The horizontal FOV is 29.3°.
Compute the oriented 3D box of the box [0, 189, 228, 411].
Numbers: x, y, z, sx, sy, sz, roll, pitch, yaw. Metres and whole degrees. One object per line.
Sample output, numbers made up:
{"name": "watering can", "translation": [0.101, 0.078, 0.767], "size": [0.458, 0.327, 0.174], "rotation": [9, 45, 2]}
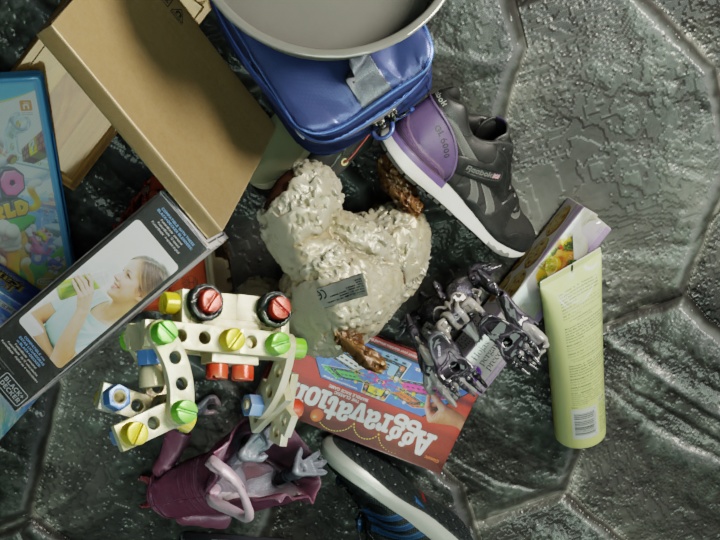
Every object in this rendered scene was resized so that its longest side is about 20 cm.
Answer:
{"name": "box", "translation": [-0.205, 0.018, 1.100], "size": [0.200, 0.117, 0.060], "rotation": [-39, 93, 6]}

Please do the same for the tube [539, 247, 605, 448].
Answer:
{"name": "tube", "translation": [0.203, 0.076, 1.298], "size": [0.052, 0.058, 0.200], "rotation": [0, 125, 13]}

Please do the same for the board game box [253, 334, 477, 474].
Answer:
{"name": "board game box", "translation": [0.009, 0.113, 1.303], "size": [0.200, 0.019, 0.103], "rotation": [23, 98, -18]}

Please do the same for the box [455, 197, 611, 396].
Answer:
{"name": "box", "translation": [0.153, 0.024, 1.283], "size": [0.039, 0.041, 0.200], "rotation": [36, 96, -20]}

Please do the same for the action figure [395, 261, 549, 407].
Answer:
{"name": "action figure", "translation": [0.095, 0.060, 1.202], "size": [0.119, 0.200, 0.102], "rotation": [-30, 102, 4]}

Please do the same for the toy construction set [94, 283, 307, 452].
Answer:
{"name": "toy construction set", "translation": [-0.112, 0.081, 1.090], "size": [0.200, 0.092, 0.132], "rotation": [12, 74, -47]}

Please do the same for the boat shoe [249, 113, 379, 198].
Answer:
{"name": "boat shoe", "translation": [-0.016, -0.136, 1.190], "size": [0.201, 0.074, 0.063], "rotation": [-46, 143, -1]}

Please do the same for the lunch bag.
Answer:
{"name": "lunch bag", "translation": [-0.029, -0.187, 1.088], "size": [0.136, 0.132, 0.200], "rotation": [-34, 84, 0]}

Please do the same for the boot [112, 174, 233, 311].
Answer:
{"name": "boot", "translation": [-0.172, -0.051, 1.187], "size": [0.107, 0.075, 0.201], "rotation": [-7, 113, -3]}

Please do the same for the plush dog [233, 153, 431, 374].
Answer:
{"name": "plush dog", "translation": [0.000, 0.000, 1.183], "size": [0.160, 0.172, 0.200], "rotation": [35, 132, 17]}

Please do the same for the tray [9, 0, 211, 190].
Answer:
{"name": "tray", "translation": [-0.221, -0.175, 1.149], "size": [0.099, 0.037, 0.200], "rotation": [35, 102, -20]}

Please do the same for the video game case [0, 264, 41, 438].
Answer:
{"name": "video game case", "translation": [-0.369, 0.062, 1.189], "size": [0.200, 0.045, 0.181], "rotation": [36, 112, -21]}

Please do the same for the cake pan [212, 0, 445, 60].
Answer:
{"name": "cake pan", "translation": [-0.025, -0.240, 1.014], "size": [0.200, 0.037, 0.201], "rotation": [1, 72, -3]}

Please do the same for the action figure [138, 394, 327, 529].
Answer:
{"name": "action figure", "translation": [-0.134, 0.200, 1.247], "size": [0.200, 0.149, 0.134], "rotation": [-20, 107, 32]}

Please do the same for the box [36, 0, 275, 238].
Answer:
{"name": "box", "translation": [-0.151, -0.144, 1.071], "size": [0.021, 0.164, 0.200], "rotation": [-25, 116, 29]}

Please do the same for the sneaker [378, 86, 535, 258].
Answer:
{"name": "sneaker", "translation": [0.110, -0.083, 1.198], "size": [0.088, 0.076, 0.200], "rotation": [-40, 133, 16]}

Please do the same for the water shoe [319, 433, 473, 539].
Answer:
{"name": "water shoe", "translation": [0.023, 0.239, 1.333], "size": [0.200, 0.072, 0.079], "rotation": [41, 104, -20]}

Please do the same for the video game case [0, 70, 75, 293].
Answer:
{"name": "video game case", "translation": [-0.322, -0.068, 1.154], "size": [0.143, 0.018, 0.200], "rotation": [-3, 120, 0]}

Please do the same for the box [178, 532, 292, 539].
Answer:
{"name": "box", "translation": [-0.119, 0.386, 1.293], "size": [0.123, 0.198, 0.201], "rotation": [6, 110, -13]}
